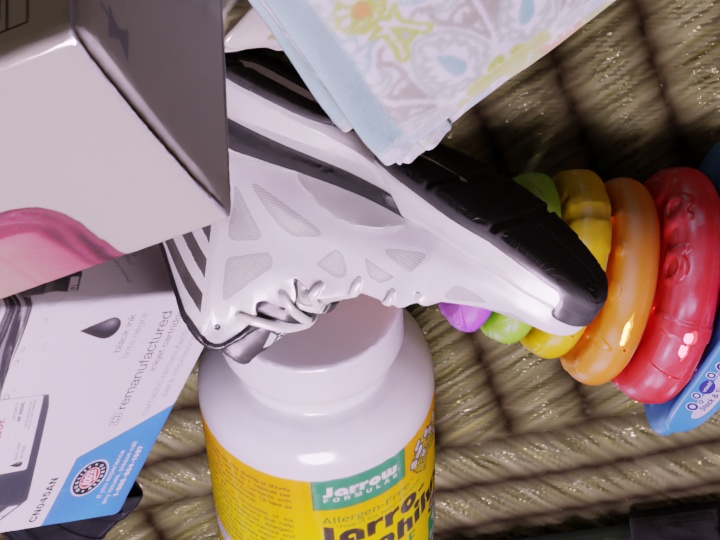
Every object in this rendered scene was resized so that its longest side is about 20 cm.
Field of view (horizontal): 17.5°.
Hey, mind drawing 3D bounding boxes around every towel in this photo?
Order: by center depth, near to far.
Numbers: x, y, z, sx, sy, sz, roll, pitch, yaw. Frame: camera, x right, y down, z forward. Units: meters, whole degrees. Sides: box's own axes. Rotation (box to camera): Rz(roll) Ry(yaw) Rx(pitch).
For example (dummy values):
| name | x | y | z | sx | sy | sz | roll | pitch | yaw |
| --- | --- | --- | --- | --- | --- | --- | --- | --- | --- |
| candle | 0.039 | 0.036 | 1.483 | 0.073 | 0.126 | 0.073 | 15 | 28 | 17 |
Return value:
| name | x | y | z | sx | sy | sz | roll | pitch | yaw |
| --- | --- | --- | --- | --- | --- | --- | --- | --- | --- |
| towel | 0.029 | -0.147 | 0.860 | 0.171 | 0.048 | 0.200 | -38 | 137 | -1 |

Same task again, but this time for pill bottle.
| name | x | y | z | sx | sy | sz | roll | pitch | yaw |
| --- | --- | --- | --- | --- | --- | --- | --- | --- | --- |
| pill bottle | -0.019 | 0.073 | 1.122 | 0.113 | 0.113 | 0.200 | -3 | 141 | -1 |

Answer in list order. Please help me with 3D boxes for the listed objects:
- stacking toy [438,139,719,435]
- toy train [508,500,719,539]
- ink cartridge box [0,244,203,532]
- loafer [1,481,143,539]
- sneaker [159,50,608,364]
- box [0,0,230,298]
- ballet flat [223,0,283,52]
| name | x | y | z | sx | sy | sz | roll | pitch | yaw |
| --- | --- | --- | --- | --- | --- | --- | --- | --- | --- |
| stacking toy | 0.072 | -0.006 | 1.036 | 0.200 | 0.110 | 0.116 | 12 | 139 | -14 |
| toy train | 0.130 | 0.191 | 1.313 | 0.200 | 0.085 | 0.114 | -8 | 129 | 8 |
| ink cartridge box | -0.176 | 0.042 | 1.007 | 0.200 | 0.084 | 0.145 | -5 | 134 | -43 |
| loafer | -0.178 | 0.079 | 1.158 | 0.070 | 0.068 | 0.201 | -26 | 141 | 11 |
| sneaker | 0.000 | 0.000 | 0.975 | 0.200 | 0.076 | 0.116 | 30 | 108 | 19 |
| box | -0.156 | -0.062 | 0.811 | 0.200 | 0.128 | 0.109 | -18 | 140 | 17 |
| ballet flat | -0.050 | -0.130 | 0.889 | 0.068 | 0.072 | 0.200 | 21 | 156 | 35 |
